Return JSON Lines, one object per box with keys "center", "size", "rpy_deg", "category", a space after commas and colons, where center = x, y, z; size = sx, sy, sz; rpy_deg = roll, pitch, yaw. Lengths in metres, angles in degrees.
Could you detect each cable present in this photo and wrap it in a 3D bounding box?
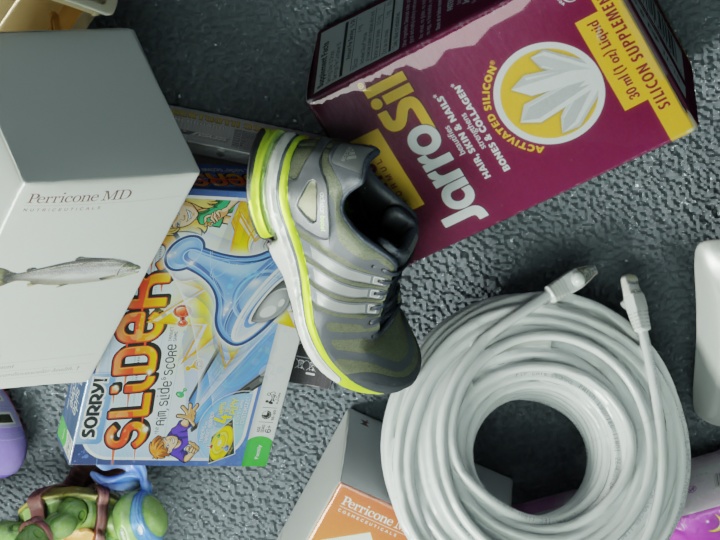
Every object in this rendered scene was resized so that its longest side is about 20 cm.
{"center": [0.108, 0.114, 1.712], "size": [0.199, 0.069, 0.200], "rpy_deg": [-19, 85, -12], "category": "cable"}

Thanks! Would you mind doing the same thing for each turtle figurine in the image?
{"center": [-0.216, 0.218, 1.780], "size": [0.193, 0.144, 0.201], "rpy_deg": [-6, 96, 31], "category": "turtle figurine"}

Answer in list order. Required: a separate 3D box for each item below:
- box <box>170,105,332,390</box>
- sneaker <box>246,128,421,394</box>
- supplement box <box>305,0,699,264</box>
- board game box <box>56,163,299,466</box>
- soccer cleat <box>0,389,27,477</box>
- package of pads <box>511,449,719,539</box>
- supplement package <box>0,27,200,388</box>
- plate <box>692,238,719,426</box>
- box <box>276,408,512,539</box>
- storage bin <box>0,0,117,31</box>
{"center": [-0.099, -0.019, 1.725], "size": [0.199, 0.048, 0.159], "rpy_deg": [11, 117, -2], "category": "box"}
{"center": [0.000, 0.000, 1.611], "size": [0.081, 0.074, 0.200], "rpy_deg": [1, 137, 30], "category": "sneaker"}
{"center": [0.085, -0.115, 1.632], "size": [0.200, 0.103, 0.131], "rpy_deg": [-26, 114, 17], "category": "supplement box"}
{"center": [-0.103, 0.029, 1.677], "size": [0.135, 0.034, 0.200], "rpy_deg": [2, 120, -23], "category": "board game box"}
{"center": [-0.292, 0.068, 1.770], "size": [0.067, 0.077, 0.200], "rpy_deg": [-28, 112, 17], "category": "soccer cleat"}
{"center": [0.203, 0.192, 1.797], "size": [0.199, 0.076, 0.121], "rpy_deg": [-17, 116, 12], "category": "package of pads"}
{"center": [-0.195, -0.033, 1.581], "size": [0.117, 0.117, 0.200], "rpy_deg": [-5, 143, -33], "category": "supplement package"}
{"center": [0.308, 0.046, 1.691], "size": [0.199, 0.032, 0.200], "rpy_deg": [-1, 144, 6], "category": "plate"}
{"center": [0.003, 0.214, 1.812], "size": [0.124, 0.098, 0.200], "rpy_deg": [24, 116, -8], "category": "box"}
{"center": [-0.271, -0.138, 1.607], "size": [0.198, 0.094, 0.200], "rpy_deg": [17, 131, -29], "category": "storage bin"}
